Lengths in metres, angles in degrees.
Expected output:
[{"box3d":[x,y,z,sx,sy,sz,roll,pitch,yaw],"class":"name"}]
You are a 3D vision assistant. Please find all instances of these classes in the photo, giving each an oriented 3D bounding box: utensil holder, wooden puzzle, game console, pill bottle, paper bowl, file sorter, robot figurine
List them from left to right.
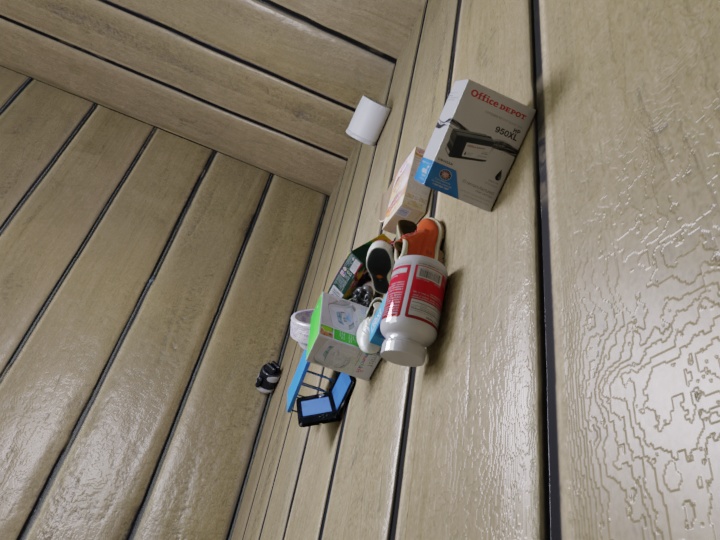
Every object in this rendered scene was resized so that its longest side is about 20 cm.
[{"box3d":[-0.546,0.632,3.181,0.200,0.150,0.125,-65,25,24],"class":"robot figurine"},{"box3d":[-0.149,0.359,1.748,0.139,0.122,0.201,-118,49,-76],"class":"file sorter"},{"box3d":[-0.124,0.197,1.718,0.201,0.200,0.105,-116,30,-75],"class":"paper bowl"},{"box3d":[-0.106,0.358,1.580,0.200,0.175,0.117,-139,41,-79],"class":"game console"},{"box3d":[0.043,-0.756,2.711,0.200,0.170,0.170,-62,13,20],"class":"utensil holder"},{"box3d":[0.125,-0.275,1.792,0.200,0.037,0.185,-56,17,37],"class":"wooden puzzle"},{"box3d":[0.102,0.080,1.051,0.112,0.112,0.201,132,156,-62],"class":"pill bottle"}]

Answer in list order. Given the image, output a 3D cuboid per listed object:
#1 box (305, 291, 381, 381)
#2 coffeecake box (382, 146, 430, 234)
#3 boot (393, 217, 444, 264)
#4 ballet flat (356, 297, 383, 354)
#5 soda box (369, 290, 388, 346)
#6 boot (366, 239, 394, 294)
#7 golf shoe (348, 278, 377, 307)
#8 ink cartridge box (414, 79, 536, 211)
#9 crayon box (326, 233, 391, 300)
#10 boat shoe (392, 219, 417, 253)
[{"box3d":[-0.042,0.172,1.414,0.200,0.176,0.097,-89,22,-60],"class":"box"},{"box3d":[0.139,-0.218,1.509,0.154,0.073,0.201,128,159,-61],"class":"coffeecake box"},{"box3d":[0.128,-0.065,1.206,0.200,0.107,0.075,-81,14,-51],"class":"boot"},{"box3d":[0.032,0.132,1.365,0.200,0.069,0.070,-71,7,-61],"class":"ballet flat"},{"box3d":[0.087,0.084,1.241,0.068,0.064,0.200,-88,20,-59],"class":"soda box"},{"box3d":[0.067,-0.050,1.436,0.200,0.072,0.145,82,-160,-55],"class":"boot"},{"box3d":[0.012,0.090,1.626,0.095,0.078,0.200,-51,-2,-32],"class":"golf shoe"},{"box3d":[0.209,-0.232,0.998,0.084,0.144,0.201,-113,44,-72],"class":"ink cartridge box"},{"box3d":[0.000,0.000,1.617,0.172,0.058,0.200,-30,-22,-46],"class":"crayon box"},{"box3d":[0.118,-0.051,1.345,0.200,0.073,0.065,-83,2,-52],"class":"boat shoe"}]
